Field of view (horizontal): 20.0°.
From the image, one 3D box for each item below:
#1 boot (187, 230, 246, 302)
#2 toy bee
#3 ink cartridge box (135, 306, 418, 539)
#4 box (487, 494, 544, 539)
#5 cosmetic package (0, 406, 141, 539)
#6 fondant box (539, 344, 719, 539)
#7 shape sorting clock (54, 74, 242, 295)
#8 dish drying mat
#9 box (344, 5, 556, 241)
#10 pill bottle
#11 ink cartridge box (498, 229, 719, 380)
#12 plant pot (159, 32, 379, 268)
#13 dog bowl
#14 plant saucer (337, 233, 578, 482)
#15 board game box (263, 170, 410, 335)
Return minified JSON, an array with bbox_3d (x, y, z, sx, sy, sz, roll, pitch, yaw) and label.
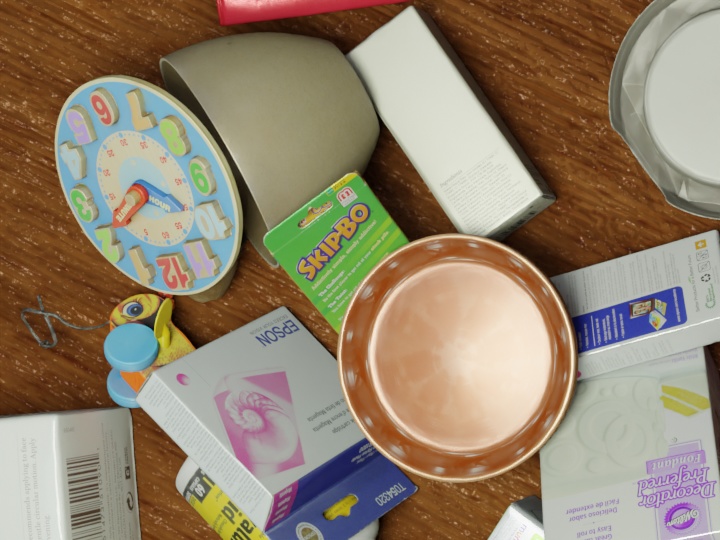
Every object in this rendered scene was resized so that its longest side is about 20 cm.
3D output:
[{"bbox_3d":[-0.190,-0.042,1.813,0.200,0.073,0.076,36,132,24],"label":"boot"},{"bbox_3d":[-0.183,0.058,1.784,0.200,0.131,0.109,45,58,6],"label":"toy bee"},{"bbox_3d":[-0.058,0.134,1.702,0.200,0.196,0.043,44,123,13],"label":"ink cartridge box"},{"bbox_3d":[0.151,0.319,1.688,0.176,0.097,0.201,33,99,14],"label":"box"},{"bbox_3d":[-0.316,0.210,1.796,0.199,0.165,0.166,-5,88,16],"label":"cosmetic package"},{"bbox_3d":[0.220,0.155,1.631,0.144,0.058,0.201,-14,47,16],"label":"fondant box"},{"bbox_3d":[-0.181,-0.068,1.710,0.199,0.039,0.201,21,132,25],"label":"shape sorting clock"},{"bbox_3d":[-0.028,-0.261,1.758,0.199,0.018,0.077,-7,103,2],"label":"dish drying mat"},{"bbox_3d":[0.075,-0.120,1.728,0.082,0.068,0.201,-35,80,13],"label":"box"},{"bbox_3d":[-0.054,0.215,1.744,0.200,0.111,0.111,44,101,12],"label":"pill bottle"},{"bbox_3d":[0.208,0.036,1.678,0.199,0.037,0.095,-15,45,15],"label":"ink cartridge box"},{"bbox_3d":[-0.063,-0.122,1.723,0.134,0.200,0.201,-30,81,-10],"label":"plant pot"},{"bbox_3d":[0.305,-0.140,1.664,0.199,0.059,0.201,0,90,18],"label":"dog bowl"},{"bbox_3d":[0.079,0.071,1.659,0.199,0.032,0.202,0,90,18],"label":"plant saucer"},{"bbox_3d":[0.000,0.000,1.689,0.095,0.200,0.030,-36,45,2],"label":"board game box"}]
